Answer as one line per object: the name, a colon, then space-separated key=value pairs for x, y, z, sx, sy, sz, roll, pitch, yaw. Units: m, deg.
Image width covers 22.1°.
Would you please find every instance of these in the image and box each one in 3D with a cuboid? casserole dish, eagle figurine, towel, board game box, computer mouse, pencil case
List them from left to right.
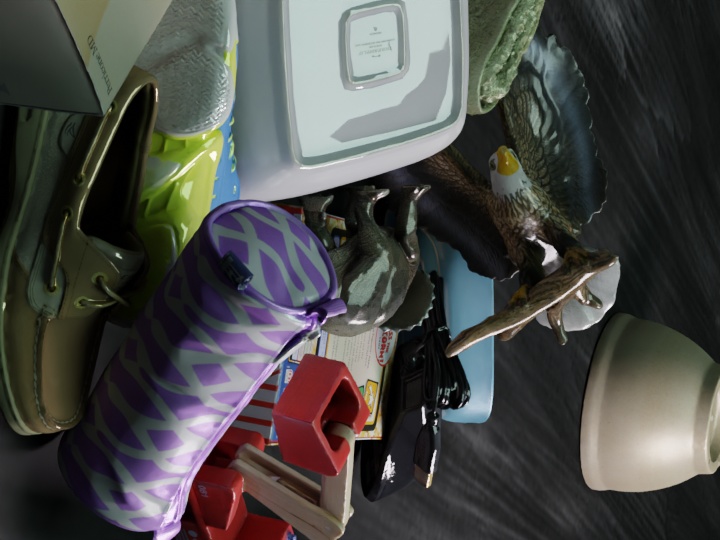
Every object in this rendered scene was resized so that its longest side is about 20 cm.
pencil case: x=-0.084 y=0.053 z=0.960 sx=0.200 sy=0.085 sz=0.084 roll=-53 pitch=171 yaw=35
board game box: x=-0.028 y=0.039 z=1.248 sx=0.200 sy=0.046 sz=0.153 roll=12 pitch=86 yaw=-67
computer mouse: x=0.045 y=0.112 z=1.317 sx=0.141 sy=0.046 sz=0.201 roll=-97 pitch=-161 yaw=-50
casserole dish: x=0.055 y=0.026 z=1.378 sx=0.039 sy=0.121 sz=0.201 roll=-13 pitch=117 yaw=-24
towel: x=0.057 y=-0.192 z=1.247 sx=0.201 sy=0.147 sz=0.037 roll=-65 pitch=150 yaw=-28
eagle figurine: x=0.099 y=-0.057 z=1.253 sx=0.151 sy=0.201 sz=0.151 roll=-6 pitch=142 yaw=-27

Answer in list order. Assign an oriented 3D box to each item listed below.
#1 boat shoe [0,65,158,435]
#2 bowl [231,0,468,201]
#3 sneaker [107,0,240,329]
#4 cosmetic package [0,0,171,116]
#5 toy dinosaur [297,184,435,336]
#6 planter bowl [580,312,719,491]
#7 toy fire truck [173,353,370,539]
boat shoe: x=-0.142 y=-0.010 z=0.932 sx=0.074 sy=0.066 sz=0.202 roll=-18 pitch=116 yaw=-66
bowl: x=-0.013 y=-0.139 z=1.079 sx=0.199 sy=0.074 sz=0.201 roll=-16 pitch=115 yaw=-31
sneaker: x=-0.102 y=-0.071 z=1.011 sx=0.105 sy=0.075 sz=0.201 roll=-31 pitch=139 yaw=-74
cosmetic package: x=-0.127 y=-0.183 z=0.901 sx=0.106 sy=0.071 sz=0.201 roll=70 pitch=35 yaw=-49
toy dinosaur: x=0.000 y=0.000 z=1.148 sx=0.200 sy=0.076 sz=0.103 roll=-19 pitch=107 yaw=-67
planter bowl: x=0.337 y=0.156 z=2.049 sx=0.200 sy=0.134 sz=0.202 roll=9 pitch=90 yaw=-68
toy fire truck: x=-0.056 y=0.129 z=1.092 sx=0.201 sy=0.140 sz=0.049 roll=76 pitch=32 yaw=-42
